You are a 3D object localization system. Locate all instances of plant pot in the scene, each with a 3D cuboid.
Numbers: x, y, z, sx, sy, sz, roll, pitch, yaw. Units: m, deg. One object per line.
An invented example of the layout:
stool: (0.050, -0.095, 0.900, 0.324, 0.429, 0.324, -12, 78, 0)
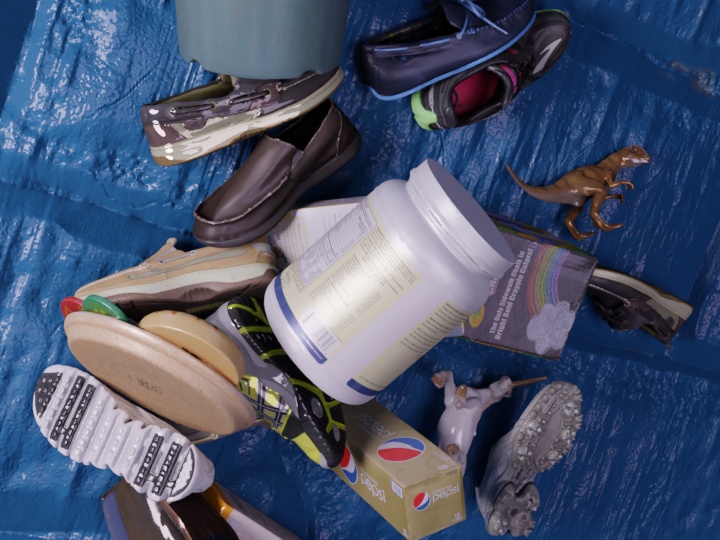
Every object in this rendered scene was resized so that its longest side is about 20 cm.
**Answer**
plant pot: (-0.084, -0.280, 1.047, 0.199, 0.200, 0.198, -7, 117, -26)

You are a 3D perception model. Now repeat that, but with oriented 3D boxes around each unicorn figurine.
unicorn figurine: (0.114, 0.168, 1.339, 0.201, 0.074, 0.137, -58, 153, -8)

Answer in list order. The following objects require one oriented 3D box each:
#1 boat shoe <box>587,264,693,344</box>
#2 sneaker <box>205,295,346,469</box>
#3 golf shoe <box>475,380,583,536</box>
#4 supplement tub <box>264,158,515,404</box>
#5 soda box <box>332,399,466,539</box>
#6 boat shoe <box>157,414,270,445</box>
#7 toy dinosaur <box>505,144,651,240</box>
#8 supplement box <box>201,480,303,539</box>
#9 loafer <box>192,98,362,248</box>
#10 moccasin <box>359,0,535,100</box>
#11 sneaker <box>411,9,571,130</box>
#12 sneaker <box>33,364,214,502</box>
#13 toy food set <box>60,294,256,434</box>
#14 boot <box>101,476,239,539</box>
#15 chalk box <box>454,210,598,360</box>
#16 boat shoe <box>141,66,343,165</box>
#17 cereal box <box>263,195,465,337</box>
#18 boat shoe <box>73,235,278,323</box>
boat shoe: (0.316, 0.041, 1.427, 0.200, 0.072, 0.067, 19, 91, -36)
sneaker: (-0.085, 0.114, 1.167, 0.076, 0.076, 0.201, -28, 108, 23)
golf shoe: (0.182, 0.203, 1.389, 0.078, 0.097, 0.201, 18, 106, -27)
supplement tub: (0.027, 0.010, 1.096, 0.200, 0.145, 0.145, -41, 123, 14)
soda box: (0.028, 0.199, 1.246, 0.067, 0.200, 0.065, -16, 113, -23)
boat shoe: (-0.108, 0.131, 1.229, 0.200, 0.072, 0.061, -12, 112, -18)
toy dinosaur: (0.244, -0.088, 1.366, 0.199, 0.060, 0.107, -18, 90, -28)
supplement box: (-0.122, 0.327, 1.280, 0.200, 0.073, 0.126, 41, 85, -30)
loafer: (-0.088, -0.100, 1.161, 0.200, 0.073, 0.072, -42, 134, -22)
moccasin: (0.091, -0.239, 1.208, 0.199, 0.080, 0.069, -32, 124, -17)
sneaker: (0.148, -0.200, 1.250, 0.199, 0.084, 0.077, -37, 121, -14)
sneaker: (-0.222, 0.155, 1.125, 0.076, 0.199, 0.081, -60, 159, -1)
toy food set: (-0.180, 0.083, 1.081, 0.049, 0.197, 0.200, -63, 156, -22)
boot: (-0.178, 0.275, 1.181, 0.097, 0.201, 0.075, -34, 166, 27)
chalk box: (0.125, 0.003, 1.283, 0.199, 0.124, 0.125, 16, 100, -30)
boat shoe: (-0.110, -0.164, 1.123, 0.200, 0.072, 0.066, -28, 118, -14)
cereal box: (0.000, 0.000, 1.193, 0.198, 0.040, 0.145, -5, 103, 9)
boat shoe: (-0.179, 0.006, 1.156, 0.198, 0.077, 0.072, -9, 154, -11)
